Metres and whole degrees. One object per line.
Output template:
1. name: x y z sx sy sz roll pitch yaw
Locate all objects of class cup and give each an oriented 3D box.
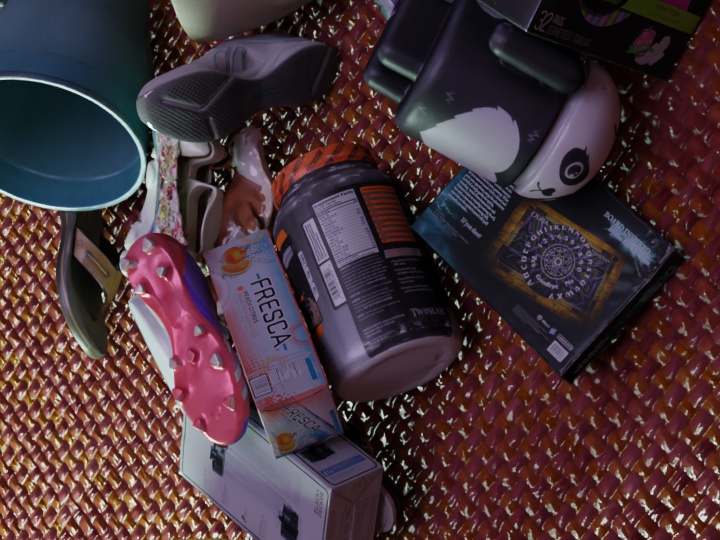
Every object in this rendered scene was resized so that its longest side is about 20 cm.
1. cup: -0.085 -0.311 1.644 0.142 0.200 0.202 -2 83 14

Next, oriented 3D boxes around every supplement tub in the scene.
1. supplement tub: 0.000 0.000 1.563 0.122 0.122 0.201 -37 62 31

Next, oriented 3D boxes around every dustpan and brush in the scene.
1. dustpan and brush: -0.155 0.070 1.674 0.140 0.057 0.200 63 169 0

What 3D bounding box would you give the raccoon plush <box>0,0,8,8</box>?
1. raccoon plush: -0.356 -0.289 1.948 0.134 0.096 0.201 -42 30 44

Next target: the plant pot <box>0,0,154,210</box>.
1. plant pot: -0.287 -0.193 1.779 0.199 0.200 0.189 -21 45 37

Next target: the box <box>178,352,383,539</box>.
1. box: -0.072 0.171 1.573 0.199 0.060 0.118 33 129 38

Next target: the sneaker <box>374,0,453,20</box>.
1. sneaker: 0.070 -0.226 1.574 0.087 0.074 0.201 -30 75 19

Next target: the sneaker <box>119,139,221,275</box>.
1. sneaker: -0.160 -0.067 1.753 0.083 0.080 0.202 27 110 22

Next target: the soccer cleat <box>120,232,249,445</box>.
1. soccer cleat: -0.137 0.055 1.556 0.067 0.076 0.201 -37 71 24

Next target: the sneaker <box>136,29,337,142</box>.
1. sneaker: -0.121 -0.170 1.651 0.080 0.199 0.071 35 133 43

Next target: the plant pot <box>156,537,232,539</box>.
1. plant pot: -0.131 0.332 1.605 0.199 0.199 0.178 -9 70 39

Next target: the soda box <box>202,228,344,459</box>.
1. soda box: -0.075 0.059 1.544 0.063 0.069 0.201 -20 46 -3

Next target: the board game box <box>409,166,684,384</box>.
1. board game box: 0.148 -0.023 1.477 0.135 0.028 0.200 -47 56 5

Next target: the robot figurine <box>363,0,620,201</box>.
1. robot figurine: 0.104 -0.136 1.420 0.199 0.150 0.125 28 105 -6

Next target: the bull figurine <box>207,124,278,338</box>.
1. bull figurine: -0.107 -0.029 1.688 0.121 0.065 0.202 43 118 55

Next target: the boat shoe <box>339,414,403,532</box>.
1. boat shoe: -0.024 0.158 1.608 0.199 0.060 0.074 30 130 40

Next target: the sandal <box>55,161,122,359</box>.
1. sandal: -0.265 -0.014 1.835 0.054 0.082 0.202 -6 73 18

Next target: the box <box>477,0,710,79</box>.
1. box: 0.175 -0.251 1.389 0.124 0.199 0.149 40 110 37

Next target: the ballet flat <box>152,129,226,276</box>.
1. ballet flat: -0.151 -0.083 1.662 0.063 0.075 0.202 -4 84 33
